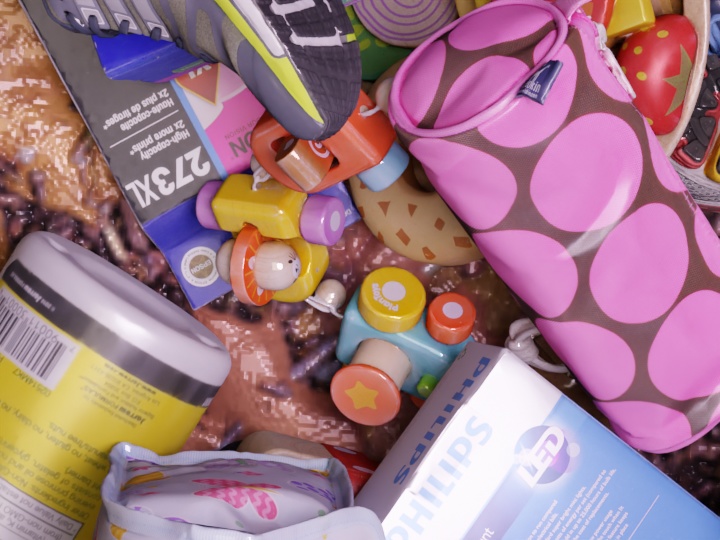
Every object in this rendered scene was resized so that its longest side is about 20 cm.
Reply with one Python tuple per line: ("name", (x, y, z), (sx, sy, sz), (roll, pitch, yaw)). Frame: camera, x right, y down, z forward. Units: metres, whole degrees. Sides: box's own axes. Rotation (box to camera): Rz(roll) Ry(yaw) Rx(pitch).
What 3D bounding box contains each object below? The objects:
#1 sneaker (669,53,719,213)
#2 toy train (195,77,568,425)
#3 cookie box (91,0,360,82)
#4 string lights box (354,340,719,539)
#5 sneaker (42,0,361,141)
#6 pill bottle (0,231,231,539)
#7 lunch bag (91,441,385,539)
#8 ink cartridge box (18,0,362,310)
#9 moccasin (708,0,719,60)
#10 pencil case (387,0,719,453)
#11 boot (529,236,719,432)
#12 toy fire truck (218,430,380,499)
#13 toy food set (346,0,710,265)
("sneaker", (0.219, -0.057, 1.021), (0.199, 0.082, 0.078), (8, 73, -15))
("toy train", (0.000, 0.000, 0.972), (0.200, 0.150, 0.056), (49, 51, -22))
("cookie box", (-0.059, -0.203, 0.952), (0.171, 0.075, 0.201), (-20, 86, 18))
("string lights box", (0.101, 0.131, 0.956), (0.200, 0.059, 0.103), (38, 84, -11))
("sneaker", (-0.080, -0.118, 0.896), (0.200, 0.074, 0.081), (46, 117, 17))
("pill bottle", (-0.155, 0.093, 1.002), (0.114, 0.114, 0.200), (33, 93, -2))
("lunch bag", (-0.054, 0.165, 0.862), (0.127, 0.200, 0.170), (4, 92, -2))
("ink cartridge box", (-0.086, -0.090, 1.033), (0.094, 0.037, 0.200), (-28, 95, 2))
("moccasin", (0.176, -0.128, 1.005), (0.199, 0.080, 0.068), (-25, 81, 2))
("pencil case", (0.099, -0.019, 0.912), (0.094, 0.091, 0.200), (-39, 122, -4))
("boot", (0.117, 0.051, 1.020), (0.200, 0.075, 0.074), (-37, 94, 3))
("toy fire truck", (0.015, 0.184, 1.013), (0.199, 0.129, 0.177), (15, 93, -13))
("toy food set", (0.063, -0.111, 0.980), (0.200, 0.049, 0.199), (-18, 83, 39))
